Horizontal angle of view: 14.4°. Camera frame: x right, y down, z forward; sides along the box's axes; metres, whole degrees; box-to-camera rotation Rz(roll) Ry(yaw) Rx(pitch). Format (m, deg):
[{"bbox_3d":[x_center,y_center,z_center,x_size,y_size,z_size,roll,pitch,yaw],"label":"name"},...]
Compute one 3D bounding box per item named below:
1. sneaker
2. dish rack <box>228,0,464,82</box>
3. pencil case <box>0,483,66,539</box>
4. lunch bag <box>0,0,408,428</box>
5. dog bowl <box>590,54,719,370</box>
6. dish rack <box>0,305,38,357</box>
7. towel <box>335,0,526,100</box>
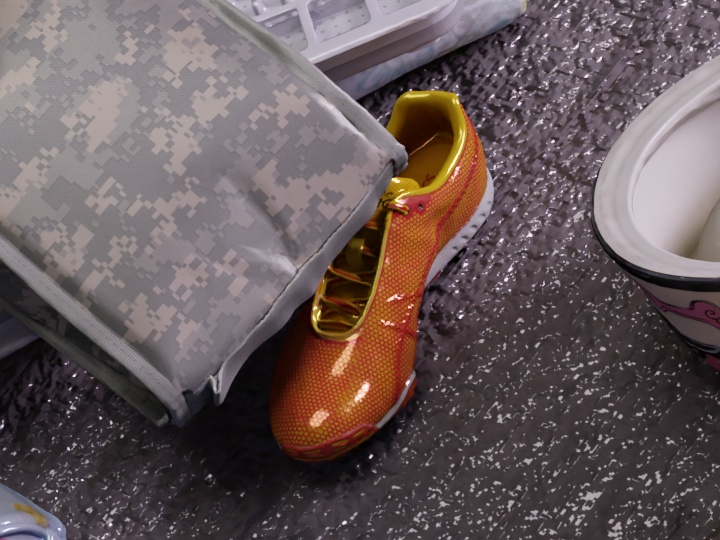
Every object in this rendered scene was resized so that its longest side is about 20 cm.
[{"bbox_3d":[0.000,0.000,1.318,0.073,0.077,0.201,3,53,27],"label":"sneaker"},{"bbox_3d":[-0.034,-0.152,1.438,0.171,0.044,0.200,-23,43,4],"label":"dish rack"},{"bbox_3d":[-0.213,0.108,1.321,0.090,0.083,0.200,-29,40,-21],"label":"pencil case"},{"bbox_3d":[-0.098,-0.042,1.284,0.200,0.118,0.164,38,77,16],"label":"lunch bag"},{"bbox_3d":[0.203,-0.031,1.217,0.199,0.074,0.200,-21,29,12],"label":"dog bowl"},{"bbox_3d":[-0.181,-0.048,1.393,0.200,0.044,0.172,-30,63,-29],"label":"dish rack"},{"bbox_3d":[-0.022,-0.160,1.503,0.171,0.048,0.200,-28,43,2],"label":"towel"}]
